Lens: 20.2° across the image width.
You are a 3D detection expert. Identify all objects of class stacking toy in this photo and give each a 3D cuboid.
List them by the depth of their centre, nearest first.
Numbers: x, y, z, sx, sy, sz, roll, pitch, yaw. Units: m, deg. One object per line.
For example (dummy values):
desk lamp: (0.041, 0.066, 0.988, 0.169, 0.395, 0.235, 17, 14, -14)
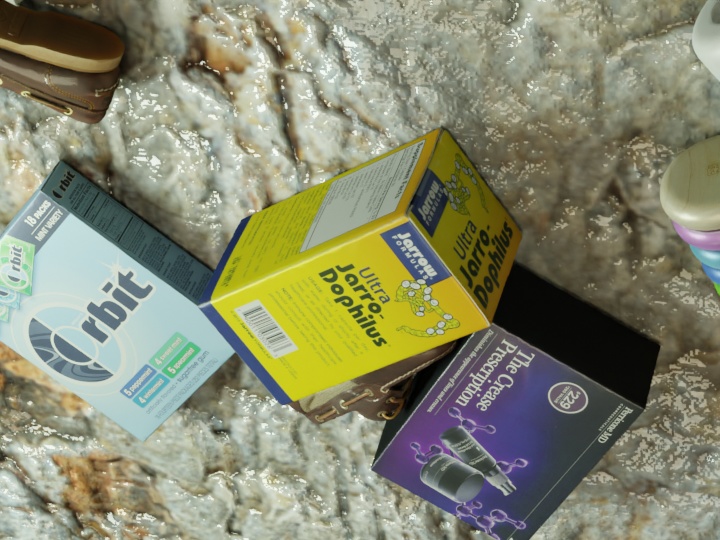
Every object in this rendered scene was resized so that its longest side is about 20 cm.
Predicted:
stacking toy: (0.279, 0.002, 1.407, 0.085, 0.086, 0.200, -9, 131, 26)

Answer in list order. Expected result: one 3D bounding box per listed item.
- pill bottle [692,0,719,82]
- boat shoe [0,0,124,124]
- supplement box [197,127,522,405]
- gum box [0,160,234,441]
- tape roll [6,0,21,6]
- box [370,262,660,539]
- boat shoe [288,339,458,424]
pill bottle: (0.309, -0.110, 1.271, 0.200, 0.111, 0.111, 44, 129, -18)
boat shoe: (-0.272, -0.163, 1.466, 0.199, 0.070, 0.070, 23, 128, 1)
supplement box: (0.000, 0.000, 1.476, 0.200, 0.109, 0.110, -23, 118, 34)
gum box: (-0.206, 0.029, 1.621, 0.200, 0.045, 0.170, 38, 131, -11)
tape roll: (-0.185, -0.263, 1.264, 0.037, 0.203, 0.203, 29, 132, -5)
box: (0.116, 0.106, 1.547, 0.141, 0.079, 0.200, 27, 132, -7)
boat shoe: (0.013, 0.078, 1.556, 0.200, 0.072, 0.072, -24, 114, 43)
